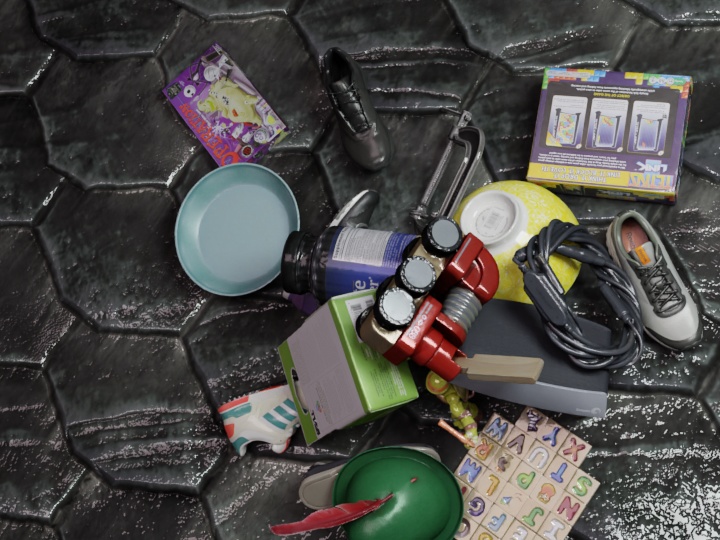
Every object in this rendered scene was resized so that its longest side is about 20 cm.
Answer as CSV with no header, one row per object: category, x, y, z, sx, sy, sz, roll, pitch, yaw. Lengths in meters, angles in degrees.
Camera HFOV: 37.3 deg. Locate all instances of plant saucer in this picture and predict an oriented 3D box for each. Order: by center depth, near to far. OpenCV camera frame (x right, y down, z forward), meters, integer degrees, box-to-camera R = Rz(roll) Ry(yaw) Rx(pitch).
plant saucer,-0.178,-0.058,1.584,0.198,0.036,0.202,-3,79,16

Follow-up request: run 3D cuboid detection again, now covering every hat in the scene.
hat,0.021,0.329,1.313,0.198,0.176,0.167,-10,105,14

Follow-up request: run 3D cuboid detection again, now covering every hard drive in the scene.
hard drive,0.214,0.102,1.326,0.198,0.042,0.136,13,53,2

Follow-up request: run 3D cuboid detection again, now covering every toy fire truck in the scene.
toy fire truck,0.123,0.054,1.269,0.199,0.129,0.176,37,64,-3

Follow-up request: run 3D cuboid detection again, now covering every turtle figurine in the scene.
turtle figurine,0.110,0.144,1.374,0.064,0.161,0.200,-39,68,4

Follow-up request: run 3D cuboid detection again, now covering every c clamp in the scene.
c clamp,0.118,-0.131,1.482,0.027,0.171,0.201,23,90,-23

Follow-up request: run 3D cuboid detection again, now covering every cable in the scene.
cable,0.278,0.033,1.324,0.200,0.163,0.051,52,135,5

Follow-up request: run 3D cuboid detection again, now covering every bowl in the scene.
bowl,0.185,-0.045,1.406,0.199,0.108,0.202,-12,58,20

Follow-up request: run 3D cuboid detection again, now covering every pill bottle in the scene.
pill bottle,0.000,0.000,1.422,0.198,0.112,0.113,7,78,14

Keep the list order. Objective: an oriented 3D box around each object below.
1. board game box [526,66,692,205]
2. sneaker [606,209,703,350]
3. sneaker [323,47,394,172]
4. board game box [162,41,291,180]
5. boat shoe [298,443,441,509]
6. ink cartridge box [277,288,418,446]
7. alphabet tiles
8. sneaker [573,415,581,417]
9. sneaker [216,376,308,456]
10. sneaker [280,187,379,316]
board game box,0.338,-0.184,1.447,0.198,0.057,0.167,8,80,19
sneaker,0.373,0.012,1.371,0.074,0.079,0.201,-27,71,6
sneaker,-0.013,-0.235,1.554,0.076,0.091,0.201,-26,71,7
board game box,-0.209,-0.248,1.655,0.120,0.032,0.200,-42,68,8
boat shoe,0.012,0.261,1.424,0.199,0.063,0.073,-18,113,15
ink cartridge box,-0.024,0.128,1.378,0.075,0.200,0.149,-12,75,-30
alphabet tiles,0.205,0.285,1.389,0.166,0.006,0.201,33,88,22
sneaker,0.233,0.105,1.391,0.070,0.076,0.200,-46,68,1
sneaker,-0.098,0.200,1.486,0.198,0.070,0.094,-17,89,11
sneaker,-0.020,-0.019,1.519,0.087,0.076,0.201,37,92,8
